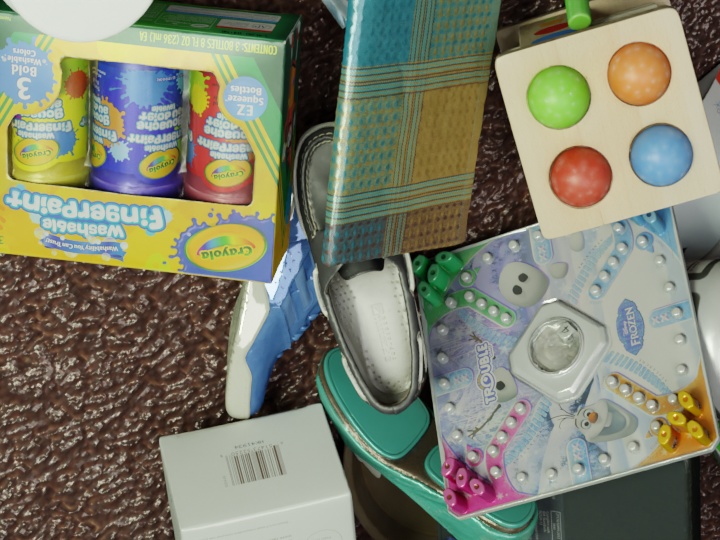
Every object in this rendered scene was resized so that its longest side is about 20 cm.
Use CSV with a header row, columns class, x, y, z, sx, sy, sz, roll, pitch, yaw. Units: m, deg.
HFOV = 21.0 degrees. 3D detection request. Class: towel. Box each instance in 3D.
class,x,y,z,sx,sy,sz,roll,pitch,yaw
towel,0.033,-0.108,1.257,0.146,0.022,0.202,-9,112,-48

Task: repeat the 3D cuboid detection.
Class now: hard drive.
class,x,y,z,sx,sy,sz,roll,pitch,yaw
hard drive,0.151,0.171,1.423,0.198,0.033,0.141,6,116,24

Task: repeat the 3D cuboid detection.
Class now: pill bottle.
class,x,y,z,sx,sy,sz,roll,pitch,yaw
pill bottle,0.235,0.051,1.387,0.199,0.116,0.117,-4,123,37
pill bottle,-0.178,-0.212,1.186,0.113,0.200,0.115,-5,114,-11

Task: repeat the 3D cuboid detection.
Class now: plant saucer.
class,x,y,z,sx,sy,sz,roll,pitch,yaw
plant saucer,0.080,0.134,1.486,0.198,0.030,0.202,-5,112,-12

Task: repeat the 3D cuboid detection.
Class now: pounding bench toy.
class,x,y,z,sx,sy,sz,roll,pitch,yaw
pounding bench toy,0.155,-0.144,1.300,0.123,0.156,0.202,-15,103,9

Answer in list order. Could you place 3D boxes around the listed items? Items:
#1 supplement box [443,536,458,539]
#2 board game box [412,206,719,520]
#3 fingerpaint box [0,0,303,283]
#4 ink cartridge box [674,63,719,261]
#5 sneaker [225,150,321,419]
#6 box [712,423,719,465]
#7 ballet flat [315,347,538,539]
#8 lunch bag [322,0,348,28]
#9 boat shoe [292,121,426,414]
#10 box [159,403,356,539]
class,x,y,z,sx,sy,sz,roll,pitch,yaw
supplement box,0.116,0.298,1.437,0.199,0.110,0.110,25,147,-13
board game box,0.135,0.053,1.349,0.198,0.202,0.026,-18,152,21
fingerpaint box,-0.145,-0.090,1.282,0.198,0.073,0.169,7,112,5
ink cartridge box,0.292,-0.071,1.441,0.199,0.047,0.160,-39,115,7
sneaker,-0.031,0.019,1.384,0.110,0.077,0.202,11,103,-7
box,0.330,0.146,1.456,0.096,0.200,0.177,-34,117,3
ballet flat,0.039,0.139,1.407,0.200,0.067,0.071,38,143,14
lunch bag,0.008,-0.258,1.253,0.169,0.127,0.200,-43,139,6
boat shoe,0.000,0.000,1.309,0.073,0.060,0.202,-11,98,3
box,-0.069,0.212,1.417,0.123,0.098,0.201,-11,130,-9
